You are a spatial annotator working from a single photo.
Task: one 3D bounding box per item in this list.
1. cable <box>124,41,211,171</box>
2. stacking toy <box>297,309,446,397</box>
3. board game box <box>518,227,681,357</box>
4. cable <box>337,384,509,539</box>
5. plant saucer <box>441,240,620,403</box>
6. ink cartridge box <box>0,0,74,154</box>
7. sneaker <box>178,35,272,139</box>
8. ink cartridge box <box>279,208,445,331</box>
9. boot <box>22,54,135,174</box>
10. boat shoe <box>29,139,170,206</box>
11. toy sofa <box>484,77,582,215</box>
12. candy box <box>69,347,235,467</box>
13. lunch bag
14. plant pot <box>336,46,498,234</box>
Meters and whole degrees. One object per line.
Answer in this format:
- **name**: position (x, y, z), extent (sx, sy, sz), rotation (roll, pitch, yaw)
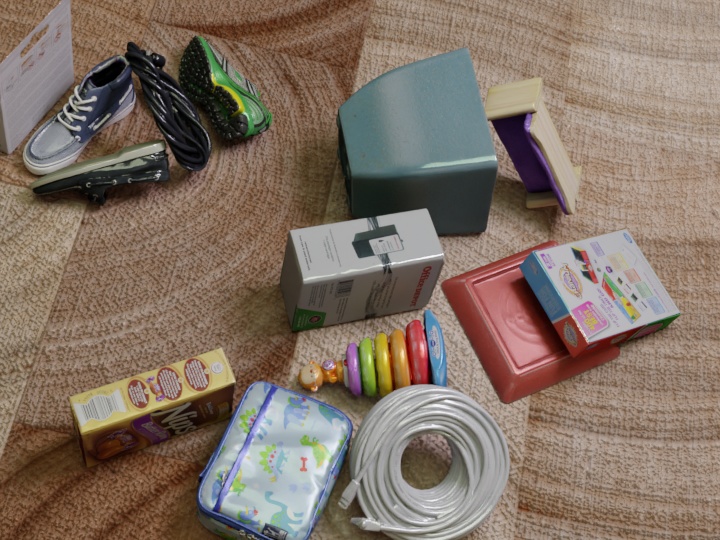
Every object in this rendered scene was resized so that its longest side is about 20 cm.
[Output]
- **cable**: position (-0.267, -0.232, 1.722), extent (0.050, 0.163, 0.202), rotation (-26, 76, 2)
- **stacking toy**: position (0.014, 0.128, 1.619), extent (0.197, 0.110, 0.117), rotation (-6, 59, 1)
- **board game box**: position (0.336, 0.028, 1.713), extent (0.198, 0.040, 0.154), rotation (-12, 64, -36)
- **cable**: position (0.084, 0.244, 1.534), extent (0.198, 0.069, 0.202), rotation (22, 89, -11)
- **plant saucer**: position (0.243, 0.061, 1.719), extent (0.198, 0.037, 0.202), rotation (-19, 66, -19)
- **ink cartridge box**: position (-0.460, -0.277, 1.686), extent (0.050, 0.201, 0.162), rotation (29, 61, 8)
- **sneaker**: position (-0.202, -0.267, 1.808), extent (0.085, 0.078, 0.201), rotation (-4, 52, -47)
- **ink cartridge box**: position (0.000, 0.000, 1.648), extent (0.197, 0.147, 0.084), rotation (-9, 62, -15)
- **boot**: position (-0.401, -0.225, 1.730), extent (0.072, 0.091, 0.200), rotation (36, 62, 13)
- **boat shoe**: position (-0.357, -0.124, 1.698), extent (0.197, 0.075, 0.067), rotation (-18, 106, -5)
- **toy sofa**: position (0.245, -0.167, 1.743), extent (0.082, 0.201, 0.098), rotation (-6, 49, 29)
- **candy box**: position (-0.258, 0.171, 1.529), extent (0.198, 0.117, 0.057), rotation (-19, 66, -18)
- **lunch bag**: position (-0.110, 0.250, 1.535), extent (0.159, 0.083, 0.201), rotation (23, 60, 7)
- **plant pot**: position (0.070, -0.166, 1.730), extent (0.197, 0.197, 0.198), rotation (-10, 64, -5)
